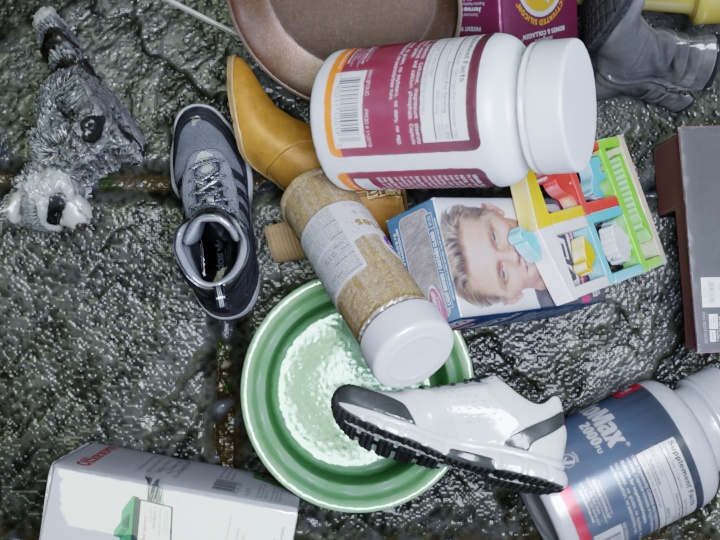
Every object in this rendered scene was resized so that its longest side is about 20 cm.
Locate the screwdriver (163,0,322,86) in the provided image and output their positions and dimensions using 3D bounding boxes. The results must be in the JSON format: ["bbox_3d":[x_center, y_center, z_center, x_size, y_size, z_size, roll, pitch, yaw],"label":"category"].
[{"bbox_3d":[-0.119,-0.219,0.882,0.199,0.028,0.029,31,118,-3],"label":"screwdriver"}]

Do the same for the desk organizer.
[{"bbox_3d":[0.322,-0.026,0.909,0.071,0.077,0.202,-3,85,-3],"label":"desk organizer"}]

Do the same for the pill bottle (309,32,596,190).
[{"bbox_3d":[0.072,-0.121,0.758,0.198,0.114,0.115,1,84,28],"label":"pill bottle"}]

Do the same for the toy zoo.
[{"bbox_3d":[0.196,-0.047,0.872,0.199,0.020,0.132,-14,84,-44],"label":"toy zoo"}]

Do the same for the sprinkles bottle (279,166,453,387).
[{"bbox_3d":[0.000,0.000,0.785,0.068,0.068,0.201,-29,50,-5],"label":"sprinkles bottle"}]

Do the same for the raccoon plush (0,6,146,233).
[{"bbox_3d":[-0.284,-0.125,0.904,0.134,0.097,0.201,-36,58,8],"label":"raccoon plush"}]

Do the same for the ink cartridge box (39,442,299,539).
[{"bbox_3d":[-0.154,0.210,0.831,0.198,0.146,0.085,10,87,-1],"label":"ink cartridge box"}]

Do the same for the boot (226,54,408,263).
[{"bbox_3d":[-0.033,-0.112,0.894,0.143,0.071,0.203,-15,98,8],"label":"boot"}]

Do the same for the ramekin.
[{"bbox_3d":[-0.004,0.105,0.871,0.198,0.098,0.202,0,85,-3],"label":"ramekin"}]

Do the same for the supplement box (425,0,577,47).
[{"bbox_3d":[0.121,-0.214,0.839,0.110,0.085,0.202,-22,115,-39],"label":"supplement box"}]

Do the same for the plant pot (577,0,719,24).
[{"bbox_3d":[0.262,-0.317,0.883,0.187,0.201,0.203,-5,85,12],"label":"plant pot"}]

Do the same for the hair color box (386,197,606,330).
[{"bbox_3d":[0.122,-0.007,0.848,0.199,0.060,0.101,-4,77,-42],"label":"hair color box"}]

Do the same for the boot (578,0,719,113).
[{"bbox_3d":[0.257,-0.205,0.865,0.130,0.200,0.070,5,77,1],"label":"boot"}]

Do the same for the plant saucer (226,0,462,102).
[{"bbox_3d":[-0.012,-0.226,0.811,0.199,0.201,0.037,20,43,-1],"label":"plant saucer"}]

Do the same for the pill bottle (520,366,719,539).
[{"bbox_3d":[0.242,0.166,0.868,0.199,0.120,0.120,-25,87,-5],"label":"pill bottle"}]

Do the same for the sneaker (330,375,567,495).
[{"bbox_3d":[0.074,0.120,0.798,0.198,0.074,0.081,16,68,-6],"label":"sneaker"}]

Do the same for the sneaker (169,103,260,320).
[{"bbox_3d":[-0.130,-0.059,0.871,0.075,0.114,0.202,-10,85,-4],"label":"sneaker"}]
